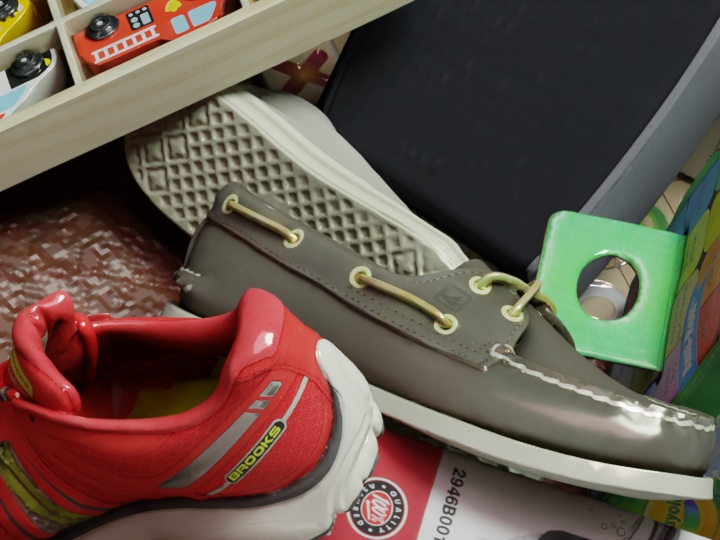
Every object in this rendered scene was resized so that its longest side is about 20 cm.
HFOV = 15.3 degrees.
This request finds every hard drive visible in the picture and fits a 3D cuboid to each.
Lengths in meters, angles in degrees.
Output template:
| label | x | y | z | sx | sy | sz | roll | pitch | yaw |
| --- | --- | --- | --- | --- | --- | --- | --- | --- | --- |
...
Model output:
| label | x | y | z | sx | sy | sz | roll | pitch | yaw |
| --- | --- | --- | --- | --- | --- | --- | --- | --- | --- |
| hard drive | 0.076 | -0.100 | 0.963 | 0.135 | 0.200 | 0.042 | 35 | 10 | 12 |

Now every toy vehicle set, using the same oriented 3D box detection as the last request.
| label | x | y | z | sx | sy | sz | roll | pitch | yaw |
| --- | --- | --- | --- | --- | --- | --- | --- | --- | --- |
| toy vehicle set | -0.080 | -0.108 | 0.965 | 0.200 | 0.027 | 0.124 | -25 | 47 | 1 |

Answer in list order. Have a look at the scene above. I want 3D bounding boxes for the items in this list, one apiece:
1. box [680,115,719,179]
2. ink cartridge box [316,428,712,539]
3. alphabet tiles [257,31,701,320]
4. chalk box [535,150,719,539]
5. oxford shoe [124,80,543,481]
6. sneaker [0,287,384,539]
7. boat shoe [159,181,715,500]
| label | x | y | z | sx | sy | sz | roll | pitch | yaw |
| --- | --- | --- | --- | --- | --- | --- | --- | --- | --- |
| box | 0.077 | -0.116 | 1.038 | 0.200 | 0.082 | 0.068 | 26 | 51 | 9 |
| ink cartridge box | 0.052 | 0.148 | 0.827 | 0.200 | 0.084 | 0.144 | 19 | 51 | -1 |
| alphabet tiles | 0.056 | -0.049 | 1.035 | 0.167 | 0.008 | 0.200 | -11 | 55 | -22 |
| chalk box | 0.156 | 0.029 | 0.907 | 0.200 | 0.124 | 0.125 | 22 | 50 | -7 |
| oxford shoe | 0.000 | 0.000 | 0.947 | 0.200 | 0.075 | 0.058 | 44 | 22 | 18 |
| sneaker | -0.091 | 0.044 | 0.825 | 0.200 | 0.085 | 0.077 | -14 | 39 | 26 |
| boat shoe | 0.026 | 0.023 | 0.862 | 0.202 | 0.072 | 0.060 | 18 | 88 | 28 |
